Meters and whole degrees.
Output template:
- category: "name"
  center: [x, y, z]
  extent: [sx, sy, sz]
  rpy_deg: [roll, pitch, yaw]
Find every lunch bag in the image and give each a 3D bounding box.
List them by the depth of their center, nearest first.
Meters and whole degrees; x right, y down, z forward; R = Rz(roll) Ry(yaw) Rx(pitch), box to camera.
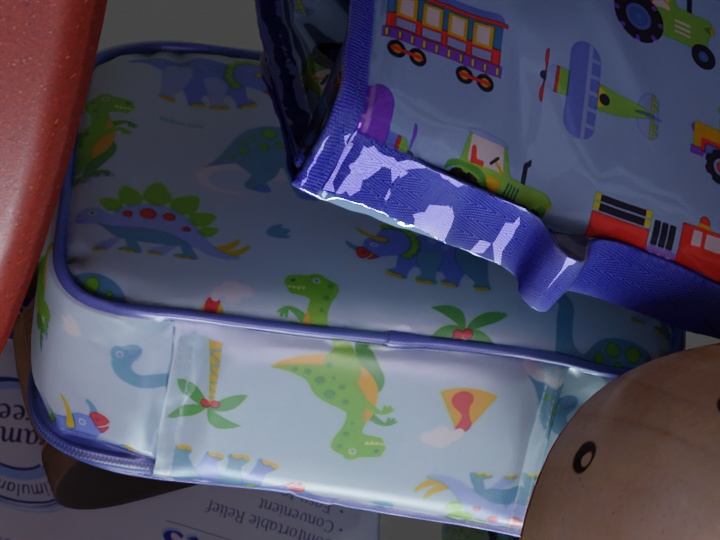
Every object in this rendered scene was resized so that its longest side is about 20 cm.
- category: "lunch bag"
  center: [0.052, -0.064, 0.858]
  extent: [0.150, 0.200, 0.094]
  rpy_deg: [21, 127, -21]
- category: "lunch bag"
  center: [0.000, 0.000, 0.941]
  extent: [0.199, 0.161, 0.083]
  rpy_deg: [7, 128, -6]

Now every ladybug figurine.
- category: "ladybug figurine"
  center: [0.107, 0.065, 0.839]
  extent: [0.135, 0.072, 0.200]
  rpy_deg: [-21, 165, 13]

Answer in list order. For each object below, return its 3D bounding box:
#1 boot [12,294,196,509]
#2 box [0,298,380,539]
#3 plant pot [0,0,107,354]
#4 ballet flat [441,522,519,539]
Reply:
- category: "boot"
  center: [-0.023, 0.022, 1.016]
  extent: [0.199, 0.076, 0.074]
  rpy_deg: [-7, 149, -32]
- category: "box"
  center: [-0.093, 0.126, 1.014]
  extent: [0.183, 0.201, 0.105]
  rpy_deg: [18, 139, -19]
- category: "plant pot"
  center: [-0.147, -0.115, 0.776]
  extent: [0.199, 0.201, 0.176]
  rpy_deg: [18, 142, -20]
- category: "ballet flat"
  center: [0.114, 0.078, 1.081]
  extent: [0.200, 0.074, 0.074]
  rpy_deg: [-32, 127, 23]
